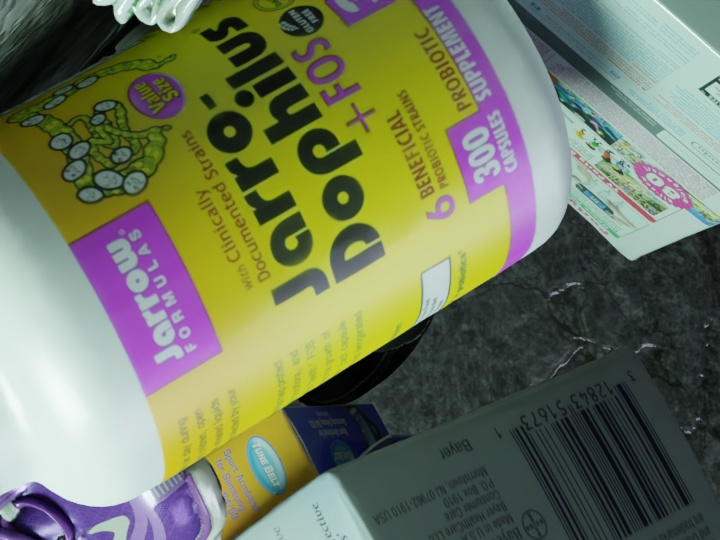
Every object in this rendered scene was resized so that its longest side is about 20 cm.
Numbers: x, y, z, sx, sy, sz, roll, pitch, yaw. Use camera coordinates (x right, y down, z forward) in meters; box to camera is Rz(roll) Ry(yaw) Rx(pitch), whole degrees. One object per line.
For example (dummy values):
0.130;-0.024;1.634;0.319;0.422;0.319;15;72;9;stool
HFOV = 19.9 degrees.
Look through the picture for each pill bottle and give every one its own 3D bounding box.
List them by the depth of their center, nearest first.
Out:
-0.049;-0.007;0.545;0.199;0.105;0.104;-31;175;-18;pill bottle

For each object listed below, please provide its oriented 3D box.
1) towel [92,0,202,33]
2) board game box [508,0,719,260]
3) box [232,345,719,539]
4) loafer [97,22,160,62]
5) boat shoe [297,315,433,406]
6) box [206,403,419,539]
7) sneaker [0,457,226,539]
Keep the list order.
0.018;-0.139;0.541;0.149;0.031;0.200;-45;180;30;towel
0.075;-0.082;0.629;0.064;0.147;0.200;-50;-176;-12;board game box
0.020;0.139;0.843;0.183;0.106;0.200;-18;164;-43;box
-0.097;0.008;0.637;0.200;0.070;0.070;-45;179;14;loafer
0.000;0.000;0.826;0.068;0.072;0.200;-53;177;-39;boat shoe
-0.066;0.110;0.871;0.199;0.042;0.119;-35;168;13;box
-0.130;0.091;0.687;0.199;0.081;0.084;-16;-158;34;sneaker
